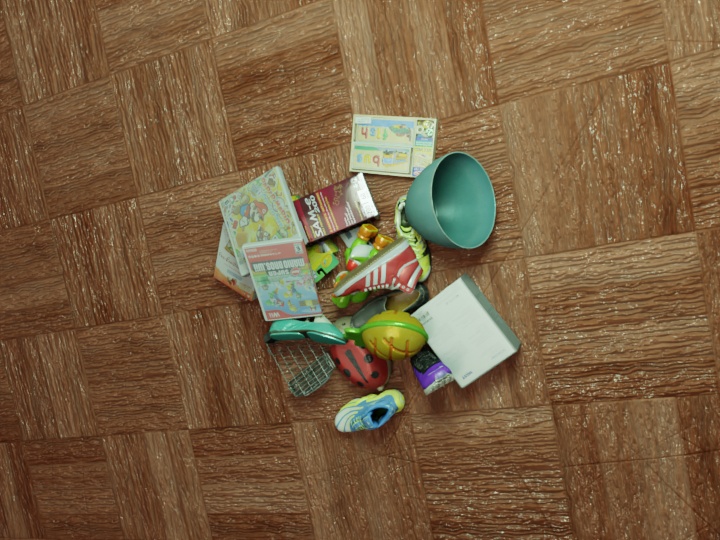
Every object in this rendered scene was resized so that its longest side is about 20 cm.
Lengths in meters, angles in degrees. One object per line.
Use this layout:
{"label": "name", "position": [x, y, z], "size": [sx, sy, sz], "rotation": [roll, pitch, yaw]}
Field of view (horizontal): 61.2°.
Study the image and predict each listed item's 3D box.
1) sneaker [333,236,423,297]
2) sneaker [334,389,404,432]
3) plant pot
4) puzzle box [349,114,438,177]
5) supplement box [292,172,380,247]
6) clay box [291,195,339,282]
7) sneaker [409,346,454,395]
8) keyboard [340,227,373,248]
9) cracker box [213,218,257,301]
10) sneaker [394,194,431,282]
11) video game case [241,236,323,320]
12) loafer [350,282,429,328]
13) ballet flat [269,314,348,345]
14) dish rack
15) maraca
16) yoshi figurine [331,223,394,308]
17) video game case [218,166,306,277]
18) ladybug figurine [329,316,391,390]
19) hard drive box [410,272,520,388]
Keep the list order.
{"label": "sneaker", "position": [0.045, 0.026, 1.341], "size": [0.200, 0.071, 0.113], "rotation": [-34, 104, 3]}
{"label": "sneaker", "position": [0.007, 0.347, 1.464], "size": [0.200, 0.105, 0.076], "rotation": [-31, 86, 22]}
{"label": "plant pot", "position": [0.173, -0.138, 1.300], "size": [0.135, 0.200, 0.201], "rotation": [-9, 95, 51]}
{"label": "puzzle box", "position": [0.073, -0.283, 1.388], "size": [0.199, 0.025, 0.134], "rotation": [8, 101, 20]}
{"label": "supplement box", "position": [-0.066, -0.137, 1.413], "size": [0.199, 0.061, 0.109], "rotation": [-22, 85, 7]}
{"label": "clay box", "position": [-0.141, -0.069, 1.489], "size": [0.115, 0.048, 0.200], "rotation": [-39, 85, 24]}
{"label": "sneaker", "position": [0.147, 0.216, 1.350], "size": [0.069, 0.200, 0.100], "rotation": [-28, 80, -7]}
{"label": "keyboard", "position": [-0.023, -0.091, 1.463], "size": [0.056, 0.011, 0.200], "rotation": [-36, 85, 27]}
{"label": "cracker box", "position": [-0.286, -0.043, 1.516], "size": [0.134, 0.058, 0.201], "rotation": [29, 120, 21]}
{"label": "sneaker", "position": [0.109, -0.069, 1.379], "size": [0.075, 0.076, 0.201], "rotation": [-11, 95, 20]}
{"label": "video game case", "position": [-0.175, 0.022, 1.386], "size": [0.142, 0.017, 0.201], "rotation": [-7, 118, 12]}
{"label": "loafer", "position": [0.060, 0.084, 1.401], "size": [0.200, 0.072, 0.073], "rotation": [-31, 81, 9]}
{"label": "ballet flat", "position": [-0.120, 0.132, 1.438], "size": [0.199, 0.067, 0.071], "rotation": [3, 65, 18]}
{"label": "dish rack", "position": [-0.147, 0.203, 1.511], "size": [0.153, 0.055, 0.200], "rotation": [-39, 72, 22]}
{"label": "maraca", "position": [0.055, 0.146, 1.346], "size": [0.199, 0.137, 0.107], "rotation": [-10, 54, 35]}
{"label": "yoshi figurine", "position": [0.004, -0.002, 1.425], "size": [0.112, 0.112, 0.200], "rotation": [25, 105, -16]}
{"label": "video game case", "position": [-0.230, -0.112, 1.408], "size": [0.182, 0.023, 0.201], "rotation": [-26, 73, 21]}
{"label": "ladybug figurine", "position": [-0.005, 0.205, 1.466], "size": [0.136, 0.072, 0.200], "rotation": [-39, 84, 21]}
{"label": "hard drive box", "position": [0.232, 0.134, 1.362], "size": [0.156, 0.077, 0.200], "rotation": [-39, 83, 22]}
